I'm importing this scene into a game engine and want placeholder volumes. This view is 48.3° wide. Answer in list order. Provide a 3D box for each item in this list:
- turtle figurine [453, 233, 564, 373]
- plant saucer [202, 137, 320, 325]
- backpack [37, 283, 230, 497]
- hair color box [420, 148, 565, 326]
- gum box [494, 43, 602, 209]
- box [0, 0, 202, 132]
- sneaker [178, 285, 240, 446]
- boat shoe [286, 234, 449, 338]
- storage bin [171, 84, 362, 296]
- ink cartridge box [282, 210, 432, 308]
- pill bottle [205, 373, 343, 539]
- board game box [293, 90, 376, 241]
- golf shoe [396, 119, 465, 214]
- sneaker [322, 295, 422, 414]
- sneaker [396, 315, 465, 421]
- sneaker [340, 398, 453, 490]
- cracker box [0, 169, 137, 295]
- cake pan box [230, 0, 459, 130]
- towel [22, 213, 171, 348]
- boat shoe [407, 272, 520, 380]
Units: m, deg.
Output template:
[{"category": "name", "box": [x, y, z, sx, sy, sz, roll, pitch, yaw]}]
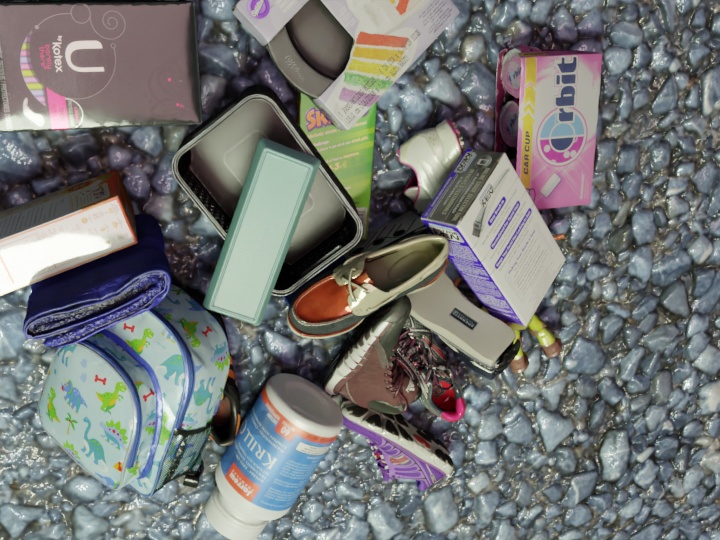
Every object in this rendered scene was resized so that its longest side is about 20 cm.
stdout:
[{"category": "turtle figurine", "box": [0.221, 0.052, 1.094, 0.199, 0.064, 0.162, -33, 115, -5]}, {"category": "plant saucer", "box": [-0.109, -0.036, 0.868, 0.069, 0.019, 0.202, 19, 106, -12]}, {"category": "backpack", "box": [-0.244, 0.125, 0.881, 0.146, 0.182, 0.202, -11, 129, -61]}, {"category": "hair color box", "box": [0.164, -0.037, 0.966, 0.110, 0.064, 0.200, -55, 132, -18]}, {"category": "gum box", "box": [0.234, -0.183, 1.018, 0.112, 0.066, 0.203, -7, 109, -17]}, {"category": "box", "box": [-0.268, -0.213, 0.823, 0.197, 0.106, 0.124, -7, 110, -16]}, {"category": "sneaker", "box": [-0.184, 0.117, 0.970, 0.069, 0.090, 0.203, -18, 113, -11]}, {"category": "boat shoe", "box": [0.010, 0.014, 0.895, 0.198, 0.063, 0.072, -22, 74, -15]}, {"category": "storage bin", "box": [-0.102, -0.091, 0.908, 0.135, 0.094, 0.201, -36, 110, 6]}, {"category": "ink cartridge box", "box": [0.000, 0.000, 0.989, 0.198, 0.094, 0.045, -29, 114, -7]}, {"category": "pill bottle", "box": [-0.115, 0.241, 1.017, 0.111, 0.112, 0.201, 25, 106, -23]}, {"category": "board game box", "box": [-0.032, -0.136, 0.969, 0.094, 0.030, 0.203, -1, 111, -16]}, {"category": "golf shoe", "box": [0.105, -0.086, 1.016, 0.090, 0.075, 0.202, -16, 111, 5]}, {"category": "sneaker", "box": [0.041, 0.112, 1.004, 0.115, 0.076, 0.200, 32, 135, -6]}, {"category": "sneaker", "box": [0.081, 0.115, 1.065, 0.080, 0.075, 0.201, -39, 114, -2]}, {"category": "sneaker", "box": [0.042, 0.245, 1.096, 0.199, 0.081, 0.084, 38, 101, -25]}, {"category": "cracker box", "box": [-0.339, -0.035, 0.845, 0.198, 0.134, 0.058, -21, 114, -9]}, {"category": "cake pan box", "box": [-0.018, -0.286, 0.895, 0.200, 0.052, 0.184, -45, 106, -4]}, {"category": "towel", "box": [-0.272, 0.007, 0.845, 0.146, 0.200, 0.050, -21, 116, -9]}, {"category": "boat shoe", "box": [0.114, 0.066, 1.039, 0.075, 0.200, 0.093, -43, 159, -15]}]
